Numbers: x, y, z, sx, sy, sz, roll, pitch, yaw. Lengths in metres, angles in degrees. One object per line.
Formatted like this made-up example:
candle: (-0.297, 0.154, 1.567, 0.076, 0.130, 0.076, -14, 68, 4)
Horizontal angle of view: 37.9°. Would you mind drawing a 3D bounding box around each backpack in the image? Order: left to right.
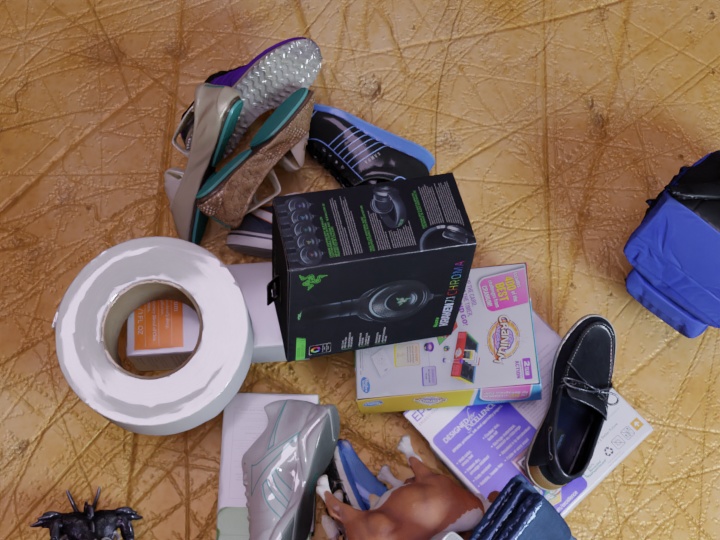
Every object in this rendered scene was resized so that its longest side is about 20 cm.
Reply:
backpack: (0.392, -0.036, 1.171, 0.162, 0.168, 0.200, 43, 44, 9)

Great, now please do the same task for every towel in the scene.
towel: (0.166, 0.292, 1.045, 0.048, 0.200, 0.112, 29, 72, 40)

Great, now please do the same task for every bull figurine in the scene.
bull figurine: (0.048, 0.236, 1.048, 0.199, 0.065, 0.121, -14, 44, -42)

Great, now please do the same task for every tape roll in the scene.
tape roll: (-0.214, 0.069, 1.102, 0.201, 0.071, 0.203, 0, 74, -1)

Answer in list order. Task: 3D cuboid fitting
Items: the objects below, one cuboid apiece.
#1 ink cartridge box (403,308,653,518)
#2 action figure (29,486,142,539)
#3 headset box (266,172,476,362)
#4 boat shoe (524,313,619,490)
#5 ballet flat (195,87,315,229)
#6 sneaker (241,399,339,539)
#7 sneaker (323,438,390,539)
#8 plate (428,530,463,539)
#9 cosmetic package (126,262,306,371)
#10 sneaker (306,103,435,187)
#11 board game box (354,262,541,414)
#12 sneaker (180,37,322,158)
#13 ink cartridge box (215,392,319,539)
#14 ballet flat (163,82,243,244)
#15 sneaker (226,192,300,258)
ink cartridge box: (0.183, 0.170, 1.159, 0.198, 0.043, 0.200, -40, 74, -13)
action figure: (-0.276, 0.307, 1.072, 0.118, 0.200, 0.102, 7, 109, -23)
headset box: (0.000, 0.000, 1.073, 0.199, 0.174, 0.093, -8, 57, -11)
boat shoe: (0.232, 0.137, 1.106, 0.074, 0.062, 0.201, 30, 69, -13)
ballet flat: (-0.106, -0.123, 1.194, 0.065, 0.070, 0.200, 49, 67, -20)
sneaker: (-0.086, 0.226, 1.071, 0.080, 0.070, 0.201, 12, 68, 19)
sneaker: (0.028, 0.265, 1.119, 0.089, 0.079, 0.200, -23, 69, -29)
plate: (0.051, 0.351, 1.019, 0.032, 0.200, 0.200, 30, 79, 32)
cosmetic package: (-0.159, 0.051, 1.183, 0.199, 0.071, 0.102, -4, 71, -2)
sneaker: (-0.014, -0.134, 1.247, 0.199, 0.070, 0.078, 21, 68, 6)
board game box: (0.093, 0.075, 1.161, 0.199, 0.040, 0.154, -5, 59, 8)
sneaker: (-0.141, -0.221, 1.259, 0.200, 0.070, 0.100, -38, 39, 2)
ink cartridge box: (-0.099, 0.234, 1.127, 0.103, 0.059, 0.201, 2, 72, 0)
ballet flat: (-0.190, -0.121, 1.203, 0.069, 0.069, 0.201, 23, 110, 7)
sneaker: (-0.052, -0.045, 1.212, 0.199, 0.078, 0.080, 12, 77, 5)
